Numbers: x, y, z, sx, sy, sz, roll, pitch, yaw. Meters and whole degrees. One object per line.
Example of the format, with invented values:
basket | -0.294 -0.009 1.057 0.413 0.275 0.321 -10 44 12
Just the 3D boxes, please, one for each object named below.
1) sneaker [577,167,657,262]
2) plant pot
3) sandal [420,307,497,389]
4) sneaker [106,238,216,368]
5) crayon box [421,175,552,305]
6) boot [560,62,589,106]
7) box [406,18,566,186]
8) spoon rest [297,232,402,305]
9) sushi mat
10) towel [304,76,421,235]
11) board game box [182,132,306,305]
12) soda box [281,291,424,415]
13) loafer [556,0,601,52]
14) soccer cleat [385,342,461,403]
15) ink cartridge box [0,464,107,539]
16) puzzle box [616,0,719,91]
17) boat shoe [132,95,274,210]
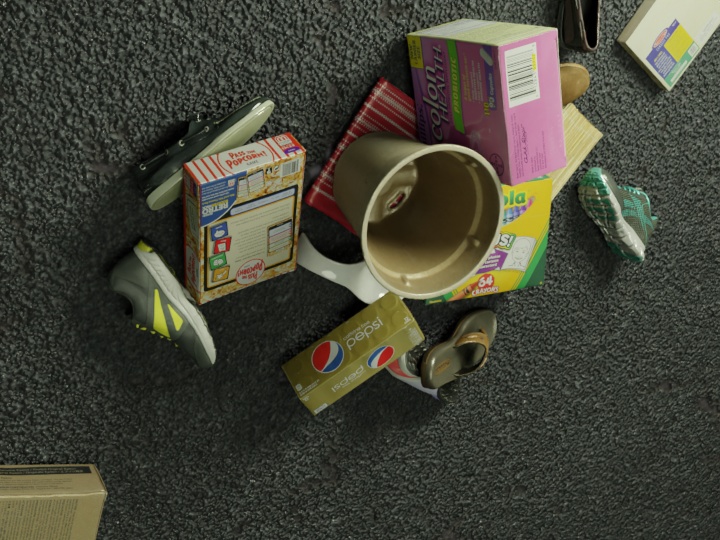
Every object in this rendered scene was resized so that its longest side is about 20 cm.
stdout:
sneaker | 0.413 -0.106 1.621 0.092 0.077 0.200 -53 131 -15
plant pot | 0.056 -0.094 1.326 0.198 0.183 0.203 -11 118 -21
sandal | 0.161 0.122 1.554 0.199 0.054 0.083 -28 117 -48
sneaker | -0.259 0.054 1.334 0.084 0.075 0.201 -31 115 -4
crayon box | 0.179 -0.052 1.506 0.197 0.058 0.175 -9 119 -17
boot | 0.256 -0.244 1.457 0.198 0.075 0.074 -20 120 -20
box | 0.161 -0.223 1.322 0.096 0.199 0.178 -20 115 -25
spoon rest | 0.000 0.000 1.443 0.198 0.061 0.100 14 116 -31
sushi mat | 0.281 -0.154 1.550 0.095 0.012 0.201 35 94 -37
towel | 0.023 -0.147 1.411 0.144 0.022 0.201 29 97 -35
board game box | -0.149 -0.063 1.297 0.150 0.046 0.202 -20 139 -28
soda box | -0.010 0.118 1.470 0.199 0.068 0.064 -34 144 -2
loafer | 0.316 -0.404 1.417 0.071 0.063 0.202 -13 119 -22
soccer cleat | 0.092 0.153 1.577 0.200 0.072 0.069 36 63 -52
ink cartridge box | -0.447 0.364 1.374 0.163 0.075 0.202 6 110 -32
puzzle box | 0.485 -0.390 1.538 0.133 0.025 0.201 33 95 -36
boat shoe | -0.198 -0.162 1.260 0.199 0.074 0.066 -40 83 3
